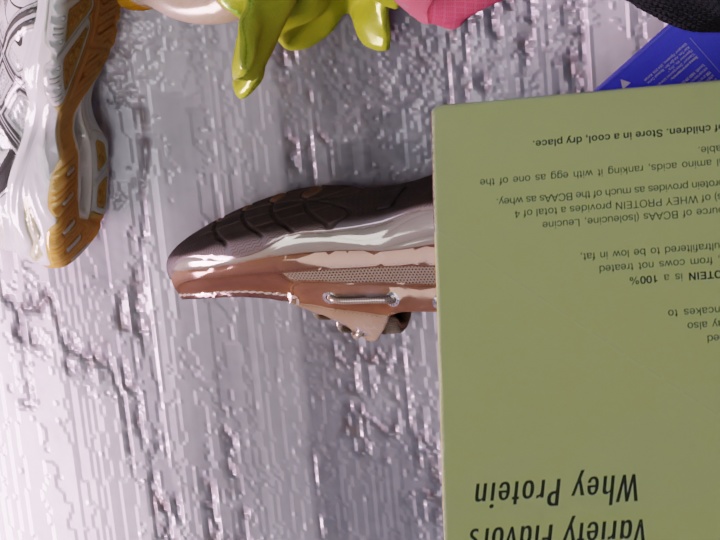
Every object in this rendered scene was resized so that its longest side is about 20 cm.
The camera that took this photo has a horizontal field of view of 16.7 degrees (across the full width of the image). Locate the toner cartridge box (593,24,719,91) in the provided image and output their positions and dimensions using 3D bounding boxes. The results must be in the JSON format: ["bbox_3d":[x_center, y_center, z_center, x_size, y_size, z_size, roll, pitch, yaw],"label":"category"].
[{"bbox_3d":[0.142,-0.052,1.065,0.200,0.043,0.095,-41,92,11],"label":"toner cartridge box"}]

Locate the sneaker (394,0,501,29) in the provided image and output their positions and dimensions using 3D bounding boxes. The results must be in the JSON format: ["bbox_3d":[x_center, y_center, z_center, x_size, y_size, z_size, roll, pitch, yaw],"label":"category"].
[{"bbox_3d":[0.088,-0.177,1.063,0.200,0.087,0.074,-32,52,10],"label":"sneaker"}]

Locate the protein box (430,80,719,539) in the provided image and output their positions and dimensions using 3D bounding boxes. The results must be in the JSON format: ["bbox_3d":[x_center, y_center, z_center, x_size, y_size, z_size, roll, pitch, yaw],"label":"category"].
[{"bbox_3d":[0.136,0.043,0.953,0.197,0.135,0.201,-5,73,11],"label":"protein box"}]

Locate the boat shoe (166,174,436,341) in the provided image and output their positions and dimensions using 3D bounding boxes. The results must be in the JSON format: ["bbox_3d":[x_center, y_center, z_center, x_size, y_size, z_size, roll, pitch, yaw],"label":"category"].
[{"bbox_3d":[0.000,0.000,1.163,0.199,0.076,0.072,-6,109,26],"label":"boat shoe"}]

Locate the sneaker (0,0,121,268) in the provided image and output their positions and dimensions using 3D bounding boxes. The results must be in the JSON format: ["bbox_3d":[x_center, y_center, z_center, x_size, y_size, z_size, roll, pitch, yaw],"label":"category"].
[{"bbox_3d":[-0.170,-0.099,1.193,0.087,0.076,0.201,16,114,16],"label":"sneaker"}]

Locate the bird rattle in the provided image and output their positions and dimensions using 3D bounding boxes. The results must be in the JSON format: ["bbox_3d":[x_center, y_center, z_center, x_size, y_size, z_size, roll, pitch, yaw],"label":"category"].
[{"bbox_3d":[-0.061,-0.182,1.107,0.162,0.112,0.201,4,109,39],"label":"bird rattle"}]

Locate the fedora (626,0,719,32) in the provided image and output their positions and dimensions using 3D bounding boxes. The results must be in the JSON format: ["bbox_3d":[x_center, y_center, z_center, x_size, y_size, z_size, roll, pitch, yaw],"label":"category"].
[{"bbox_3d":[0.145,-0.148,0.957,0.091,0.201,0.201,-28,98,36],"label":"fedora"}]
